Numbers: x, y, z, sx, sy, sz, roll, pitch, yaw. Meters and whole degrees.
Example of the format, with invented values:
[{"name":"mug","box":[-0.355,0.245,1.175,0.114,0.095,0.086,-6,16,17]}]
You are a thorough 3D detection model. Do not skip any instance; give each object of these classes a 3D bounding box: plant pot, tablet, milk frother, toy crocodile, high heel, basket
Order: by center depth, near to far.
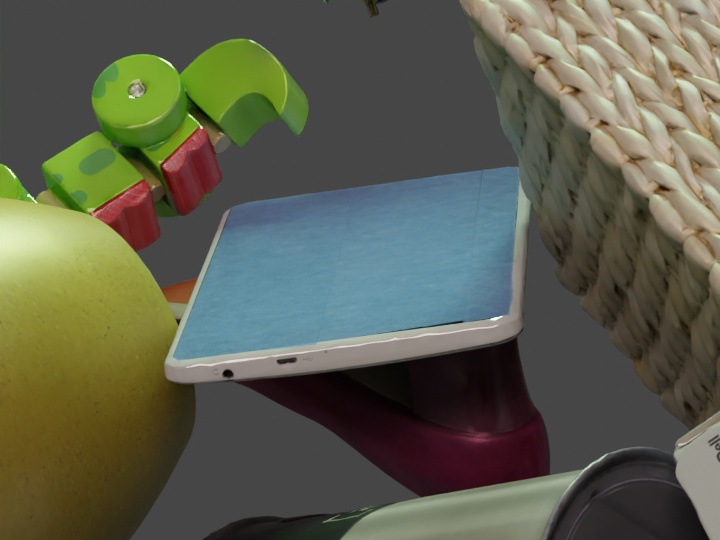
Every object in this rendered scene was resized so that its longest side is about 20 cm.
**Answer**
[{"name":"milk frother","box":[0.021,0.175,0.975,0.188,0.180,0.201,-15,89,46]},{"name":"basket","box":[0.162,-0.038,1.083,0.161,0.200,0.198,-32,54,-7]},{"name":"plant pot","box":[-0.147,0.050,1.117,0.142,0.200,0.200,-26,51,-29]},{"name":"tablet","box":[0.000,0.000,1.139,0.130,0.014,0.200,-7,17,7]},{"name":"high heel","box":[-0.016,0.055,1.160,0.200,0.096,0.067,8,23,43]},{"name":"toy crocodile","box":[-0.111,-0.026,1.220,0.200,0.068,0.062,-36,56,-13]}]

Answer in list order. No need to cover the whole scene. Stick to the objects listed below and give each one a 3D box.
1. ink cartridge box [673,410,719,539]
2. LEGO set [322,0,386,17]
[{"name":"ink cartridge box","box":[0.198,0.127,0.935,0.083,0.200,0.147,-37,43,11]},{"name":"LEGO set","box":[0.054,-0.192,1.296,0.199,0.116,0.154,-26,83,-1]}]
